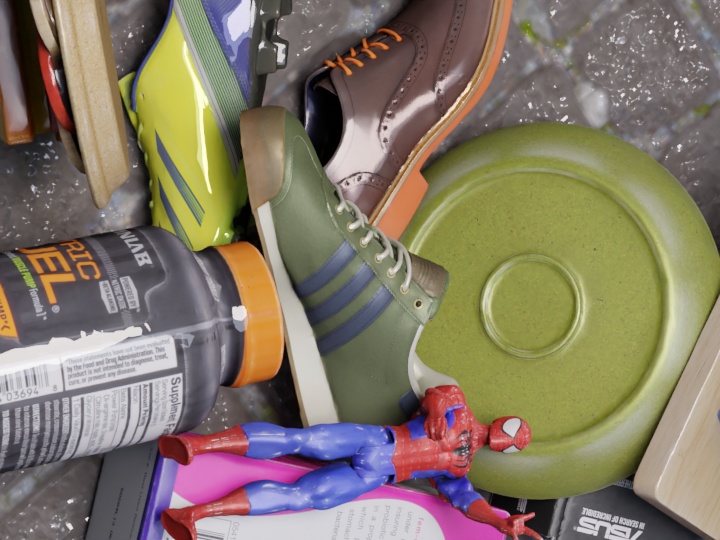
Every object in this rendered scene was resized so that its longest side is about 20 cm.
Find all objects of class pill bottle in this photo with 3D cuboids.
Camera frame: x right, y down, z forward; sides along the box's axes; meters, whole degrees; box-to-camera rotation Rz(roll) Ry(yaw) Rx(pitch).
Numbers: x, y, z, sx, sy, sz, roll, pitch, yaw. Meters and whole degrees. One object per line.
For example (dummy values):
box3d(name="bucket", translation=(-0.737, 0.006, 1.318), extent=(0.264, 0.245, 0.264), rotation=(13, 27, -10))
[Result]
box3d(name="pill bottle", translation=(-0.139, 0.038, 1.406), extent=(0.199, 0.106, 0.107), rotation=(-11, 99, -22))

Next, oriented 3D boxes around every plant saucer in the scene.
box3d(name="plant saucer", translation=(0.092, 0.020, 1.520), extent=(0.198, 0.031, 0.202), rotation=(-2, 84, 16))

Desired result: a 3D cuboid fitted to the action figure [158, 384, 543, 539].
box3d(name="action figure", translation=(0.011, 0.100, 1.416), extent=(0.199, 0.099, 0.066), rotation=(-9, 107, -30))

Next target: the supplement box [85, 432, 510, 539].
box3d(name="supplement box", translation=(-0.037, 0.150, 1.504), extent=(0.199, 0.103, 0.102), rotation=(14, 88, -21))

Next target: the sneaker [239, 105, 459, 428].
box3d(name="sneaker", translation=(0.000, 0.000, 1.466), extent=(0.089, 0.067, 0.201), rotation=(-10, 119, 5))

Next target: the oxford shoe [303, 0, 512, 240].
box3d(name="oxford shoe", translation=(0.018, -0.101, 1.514), extent=(0.072, 0.071, 0.201), rotation=(31, 79, -27))

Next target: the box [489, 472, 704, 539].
box3d(name="box", translation=(0.191, 0.085, 1.598), extent=(0.199, 0.086, 0.165), rotation=(16, 89, -22))

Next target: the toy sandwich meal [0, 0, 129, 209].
box3d(name="toy sandwich meal", translation=(-0.159, -0.120, 1.382), extent=(0.070, 0.205, 0.207), rotation=(-10, 99, -2))

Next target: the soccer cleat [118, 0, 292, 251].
box3d(name="soccer cleat", translation=(-0.089, -0.067, 1.496), extent=(0.083, 0.065, 0.202), rotation=(10, 96, 7))

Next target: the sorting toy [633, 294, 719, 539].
box3d(name="sorting toy", translation=(0.266, 0.073, 1.524), extent=(0.198, 0.069, 0.201), rotation=(34, 79, -37))
